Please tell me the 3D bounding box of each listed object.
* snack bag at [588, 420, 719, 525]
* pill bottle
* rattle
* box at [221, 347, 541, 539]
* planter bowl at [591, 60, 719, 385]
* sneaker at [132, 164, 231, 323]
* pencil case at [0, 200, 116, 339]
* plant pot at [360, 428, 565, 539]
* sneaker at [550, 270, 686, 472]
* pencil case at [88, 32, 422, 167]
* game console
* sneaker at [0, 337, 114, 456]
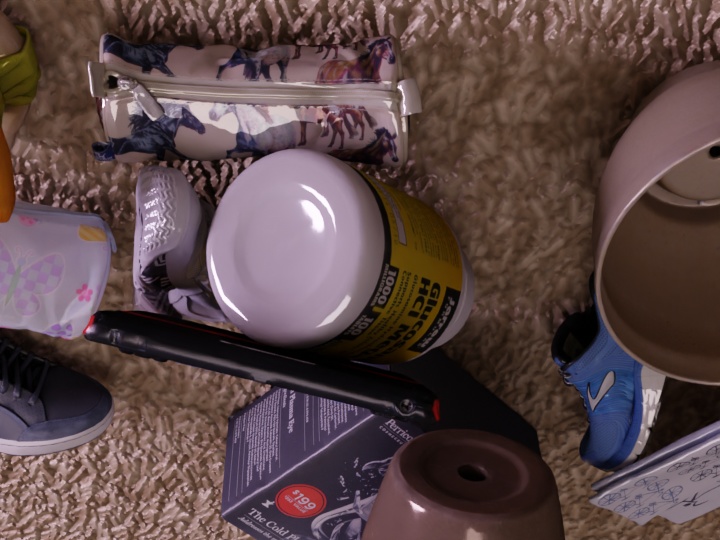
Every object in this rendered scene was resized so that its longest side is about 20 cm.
[{"bbox_3d":[0.299,0.159,0.909,0.187,0.022,0.199,-32,147,21],"label":"snack bag"},{"bbox_3d":[0.000,0.000,0.711,0.111,0.114,0.199,-27,161,21],"label":"pill bottle"},{"bbox_3d":[-0.295,-0.101,0.653,0.197,0.145,0.130,19,147,-25],"label":"rattle"},{"bbox_3d":[0.021,0.161,0.901,0.181,0.105,0.199,-37,123,25],"label":"box"},{"bbox_3d":[0.234,-0.046,0.706,0.196,0.136,0.203,-1,131,-1],"label":"planter bowl"},{"bbox_3d":[-0.091,-0.013,0.740,0.113,0.077,0.200,2,162,-11],"label":"sneaker"},{"bbox_3d":[-0.264,-0.016,0.738,0.197,0.083,0.092,16,92,-28],"label":"pencil case"},{"bbox_3d":[0.071,0.213,0.773,0.196,0.201,0.178,3,113,-4],"label":"plant pot"},{"bbox_3d":[0.188,0.071,0.858,0.088,0.079,0.202,11,130,10],"label":"sneaker"},{"bbox_3d":[-0.063,-0.103,0.682,0.196,0.090,0.079,1,101,-1],"label":"pencil case"},{"bbox_3d":[-0.056,0.060,0.674,0.196,0.177,0.032,13,88,-2],"label":"game console"},{"bbox_3d":[-0.276,0.058,0.825,0.199,0.078,0.148,11,133,-9],"label":"sneaker"}]
